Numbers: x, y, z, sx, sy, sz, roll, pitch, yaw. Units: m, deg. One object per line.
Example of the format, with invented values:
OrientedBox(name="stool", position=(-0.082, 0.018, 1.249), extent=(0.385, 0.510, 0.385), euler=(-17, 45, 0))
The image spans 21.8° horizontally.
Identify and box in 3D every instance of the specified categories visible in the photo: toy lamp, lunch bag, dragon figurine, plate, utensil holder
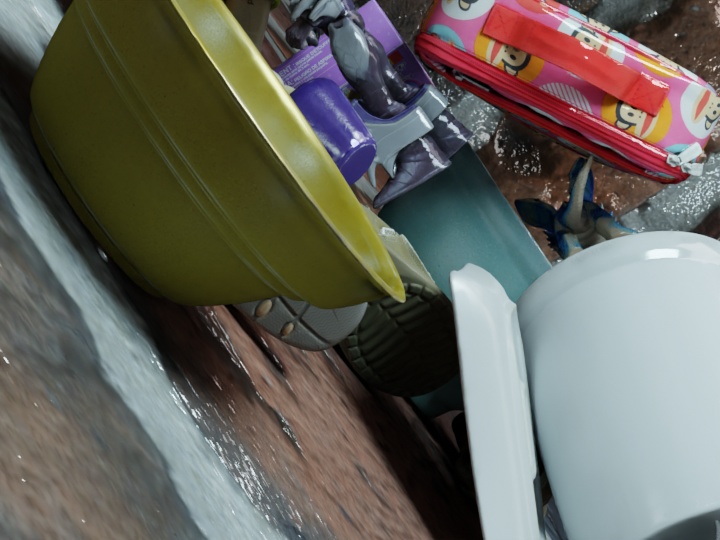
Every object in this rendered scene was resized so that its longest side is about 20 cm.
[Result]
OrientedBox(name="toy lamp", position=(-0.070, -0.120, 1.074), extent=(0.200, 0.058, 0.058), euler=(44, 0, 22))
OrientedBox(name="lunch bag", position=(0.134, -0.126, 1.194), extent=(0.200, 0.082, 0.176), euler=(27, 4, -1))
OrientedBox(name="dragon figurine", position=(0.144, -0.035, 1.263), extent=(0.099, 0.059, 0.200), euler=(59, 6, 35))
OrientedBox(name="plate", position=(0.083, 0.095, 1.082), extent=(0.200, 0.032, 0.200), euler=(-13, 96, -84))
OrientedBox(name="utensil holder", position=(0.191, 0.105, 1.151), extent=(0.170, 0.170, 0.200), euler=(50, 20, -47))

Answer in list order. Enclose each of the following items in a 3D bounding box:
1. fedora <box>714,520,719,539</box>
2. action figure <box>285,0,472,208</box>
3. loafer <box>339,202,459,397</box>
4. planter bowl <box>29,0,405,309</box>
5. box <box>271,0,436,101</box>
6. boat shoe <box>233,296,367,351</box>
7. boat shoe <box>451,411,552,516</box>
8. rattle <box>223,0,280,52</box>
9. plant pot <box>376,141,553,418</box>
OrientedBox(name="fedora", position=(0.173, 0.235, 1.020), extent=(0.200, 0.090, 0.177), euler=(53, 31, -53))
OrientedBox(name="action figure", position=(-0.010, -0.142, 1.132), extent=(0.200, 0.069, 0.130), euler=(59, 12, -6))
OrientedBox(name="loafer", position=(0.000, 0.000, 1.122), extent=(0.200, 0.076, 0.067), euler=(52, 13, -38))
OrientedBox(name="planter bowl", position=(-0.071, -0.048, 0.736), extent=(0.200, 0.083, 0.200), euler=(55, 6, -9))
OrientedBox(name="box", position=(-0.021, -0.113, 1.293), extent=(0.039, 0.137, 0.200), euler=(57, 5, 9))
OrientedBox(name="boat shoe", position=(-0.063, -0.051, 0.894), extent=(0.200, 0.076, 0.072), euler=(56, 3, -11))
OrientedBox(name="boat shoe", position=(0.108, 0.145, 1.287), extent=(0.200, 0.072, 0.076), euler=(-81, 152, -80))
OrientedBox(name="rattle", position=(-0.136, -0.178, 1.248), extent=(0.200, 0.143, 0.130), euler=(-152, -124, -68))
OrientedBox(name="plant pot", position=(0.070, 0.020, 1.313), extent=(0.200, 0.134, 0.200), euler=(56, 5, -8))
